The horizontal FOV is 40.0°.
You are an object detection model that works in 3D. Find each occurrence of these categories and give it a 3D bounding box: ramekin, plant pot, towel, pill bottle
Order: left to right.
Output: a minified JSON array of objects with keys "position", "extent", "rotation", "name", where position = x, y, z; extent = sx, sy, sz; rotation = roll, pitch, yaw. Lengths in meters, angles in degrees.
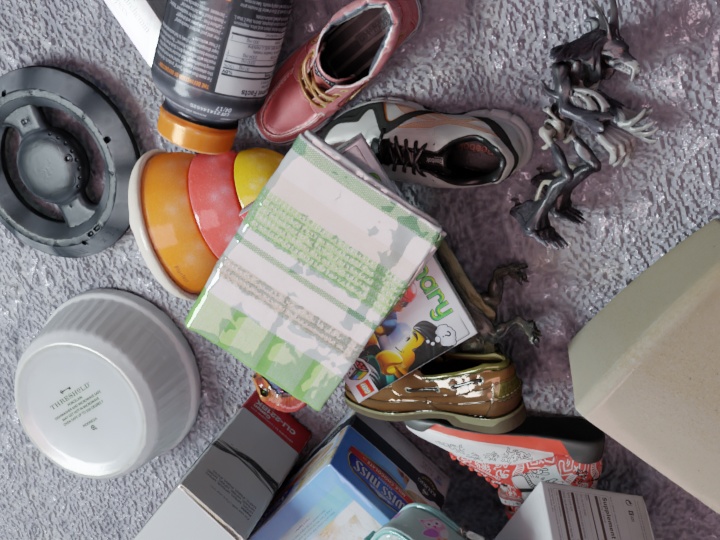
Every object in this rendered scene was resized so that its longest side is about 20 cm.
[{"position":[-0.279,0.131,1.066],"extent":[0.199,0.094,0.205],"rotation":[6,112,15],"name":"ramekin"},{"position":[-0.120,-0.205,0.853],"extent":[0.105,0.106,0.202],"rotation":[23,113,7],"name":"pill bottle"},{"position":[-0.040,0.003,0.837],"extent":[0.148,0.031,0.201],"rotation":[34,106,-5],"name":"towel"},{"position":[0.308,0.074,0.820],"extent":[0.199,0.200,0.178],"rotation":[35,105,2],"name":"plant pot"}]

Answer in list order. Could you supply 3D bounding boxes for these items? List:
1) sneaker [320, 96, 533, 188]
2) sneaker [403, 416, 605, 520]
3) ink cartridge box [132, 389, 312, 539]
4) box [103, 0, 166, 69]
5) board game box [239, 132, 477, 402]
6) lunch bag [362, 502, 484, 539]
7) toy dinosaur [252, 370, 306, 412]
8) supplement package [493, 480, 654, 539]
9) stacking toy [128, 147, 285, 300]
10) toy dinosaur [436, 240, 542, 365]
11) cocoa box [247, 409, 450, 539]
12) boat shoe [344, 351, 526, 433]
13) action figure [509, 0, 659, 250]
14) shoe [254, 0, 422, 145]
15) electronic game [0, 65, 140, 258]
[{"position":[0.051,-0.112,0.883],"extent":[0.197,0.080,0.075],"rotation":[1,113,19],"name":"sneaker"},{"position":[0.135,0.194,0.974],"extent":[0.198,0.067,0.110],"rotation":[7,110,8],"name":"sneaker"},{"position":[-0.147,0.234,1.005],"extent":[0.083,0.200,0.145],"rotation":[39,116,-1],"name":"ink cartridge box"},{"position":[-0.189,-0.221,0.936],"extent":[0.038,0.041,0.201],"rotation":[-31,100,24],"name":"box"},{"position":[0.000,0.000,0.864],"extent":[0.125,0.035,0.201],"rotation":[-31,103,8],"name":"board game box"},{"position":[0.057,0.314,0.881],"extent":[0.160,0.077,0.202],"rotation":[34,118,26],"name":"lunch bag"},{"position":[-0.047,0.035,0.921],"extent":[0.103,0.184,0.200],"rotation":[12,159,-9],"name":"toy dinosaur"},{"position":[0.186,0.321,0.916],"extent":[0.109,0.157,0.201],"rotation":[10,135,-14],"name":"supplement package"},{"position":[-0.100,-0.064,0.915],"extent":[0.197,0.146,0.148],"rotation":[-15,105,17],"name":"stacking toy"},{"position":[0.121,0.038,0.937],"extent":[0.087,0.047,0.203],"rotation":[-13,102,28],"name":"toy dinosaur"},{"position":[-0.026,0.264,1.017],"extent":[0.133,0.131,0.200],"rotation":[42,116,-2],"name":"cocoa box"},{"position":[0.066,0.102,0.947],"extent":[0.198,0.072,0.069],"rotation":[0,115,34],"name":"boat shoe"},{"position":[0.194,-0.123,0.818],"extent":[0.101,0.118,0.202],"rotation":[30,127,24],"name":"action figure"},{"position":[-0.033,-0.177,0.876],"extent":[0.199,0.091,0.072],"rotation":[-37,96,25],"name":"shoe"},{"position":[-0.314,-0.109,1.015],"extent":[0.197,0.042,0.203],"rotation":[6,113,14],"name":"electronic game"}]
